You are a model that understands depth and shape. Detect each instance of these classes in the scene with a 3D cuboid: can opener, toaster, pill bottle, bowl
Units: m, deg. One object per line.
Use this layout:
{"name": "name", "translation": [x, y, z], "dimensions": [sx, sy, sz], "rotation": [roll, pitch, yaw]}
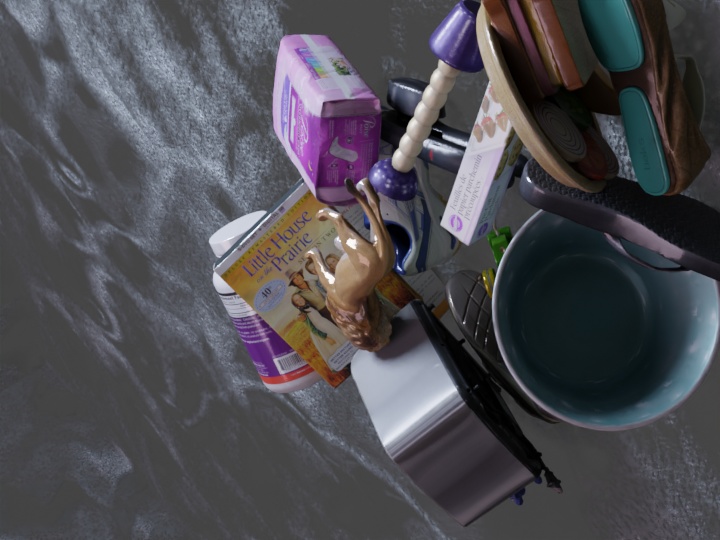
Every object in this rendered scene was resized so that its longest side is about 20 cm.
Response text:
{"name": "can opener", "translation": [0.086, -0.128, 1.161], "dimensions": [0.199, 0.063, 0.079], "rotation": [36, 147, 39]}
{"name": "toaster", "translation": [0.099, 0.162, 1.255], "dimensions": [0.181, 0.118, 0.201], "rotation": [45, -169, -37]}
{"name": "pill bottle", "translation": [-0.102, 0.036, 1.362], "dimensions": [0.112, 0.112, 0.202], "rotation": [6, 124, 59]}
{"name": "bowl", "translation": [0.207, 0.038, 1.015], "dimensions": [0.202, 0.200, 0.105], "rotation": [55, 175, 5]}

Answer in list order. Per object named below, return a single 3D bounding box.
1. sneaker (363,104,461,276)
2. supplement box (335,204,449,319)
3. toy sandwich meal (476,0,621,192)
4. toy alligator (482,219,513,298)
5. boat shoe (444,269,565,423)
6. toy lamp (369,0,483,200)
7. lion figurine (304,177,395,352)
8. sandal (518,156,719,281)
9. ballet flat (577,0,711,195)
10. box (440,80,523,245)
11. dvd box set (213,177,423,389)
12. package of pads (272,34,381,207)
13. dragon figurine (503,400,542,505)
{"name": "sneaker", "translation": [0.033, -0.090, 1.272], "dimensions": [0.202, 0.088, 0.075], "rotation": [59, 157, 1]}
{"name": "supplement box", "translation": [0.003, 0.003, 1.386], "dimensions": [0.201, 0.073, 0.126], "rotation": [50, 138, -1]}
{"name": "toy sandwich meal", "translation": [0.160, -0.161, 0.906], "dimensions": [0.070, 0.205, 0.207], "rotation": [-27, 96, 28]}
{"name": "toy alligator", "translation": [0.155, -0.006, 1.189], "dimensions": [0.054, 0.059, 0.202], "rotation": [-76, -34, -67]}
{"name": "boat shoe", "translation": [0.157, 0.091, 1.265], "dimensions": [0.201, 0.074, 0.073], "rotation": [53, 156, 12]}
{"name": "toy lamp", "translation": [0.069, -0.159, 1.085], "dimensions": [0.058, 0.058, 0.201], "rotation": [44, 129, 26]}
{"name": "lion figurine", "translation": [0.000, 0.000, 1.187], "dimensions": [0.123, 0.072, 0.201], "rotation": [61, 163, 21]}
{"name": "sandal", "translation": [0.225, -0.039, 0.946], "dimensions": [0.198, 0.076, 0.043], "rotation": [25, 132, 16]}
{"name": "ballet flat", "translation": [0.222, -0.157, 0.870], "dimensions": [0.068, 0.072, 0.202], "rotation": [10, 126, 64]}
{"name": "box", "translation": [0.125, -0.117, 1.060], "dimensions": [0.039, 0.041, 0.202], "rotation": [37, 130, 25]}
{"name": "dvd box set", "translation": [-0.045, 0.016, 1.286], "dimensions": [0.200, 0.146, 0.029], "rotation": [46, -172, -16]}
{"name": "package of pads", "translation": [-0.040, -0.166, 1.245], "dimensions": [0.201, 0.075, 0.122], "rotation": [-121, 29, -55]}
{"name": "dragon figurine", "translation": [0.151, 0.190, 1.403], "dimensions": [0.099, 0.059, 0.202], "rotation": [-6, 114, 62]}
